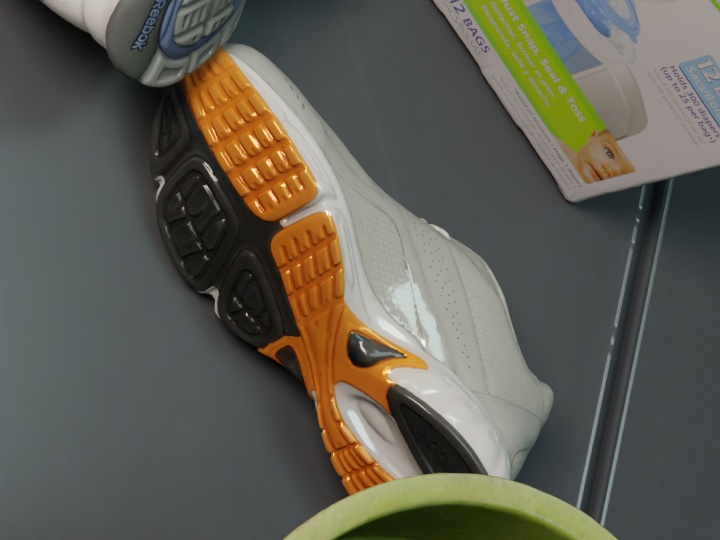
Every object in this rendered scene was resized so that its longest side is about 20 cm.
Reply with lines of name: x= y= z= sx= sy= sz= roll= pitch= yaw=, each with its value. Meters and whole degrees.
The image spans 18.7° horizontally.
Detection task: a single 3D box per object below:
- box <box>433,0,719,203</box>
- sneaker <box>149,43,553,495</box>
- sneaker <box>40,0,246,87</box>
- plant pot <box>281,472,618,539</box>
box: x=0.140 y=-0.112 z=0.822 sx=0.101 sy=0.200 sz=0.113 roll=-45 pitch=108 yaw=-30
sneaker: x=0.000 y=0.000 z=0.800 sx=0.200 sy=0.076 sz=0.092 roll=59 pitch=38 yaw=-11
sneaker: x=-0.049 y=-0.140 z=0.773 sx=0.087 sy=0.075 sz=0.200 roll=31 pitch=38 yaw=17
plant pot: x=-0.022 y=0.169 z=0.677 sx=0.199 sy=0.190 sz=0.201 roll=6 pitch=79 yaw=-33
